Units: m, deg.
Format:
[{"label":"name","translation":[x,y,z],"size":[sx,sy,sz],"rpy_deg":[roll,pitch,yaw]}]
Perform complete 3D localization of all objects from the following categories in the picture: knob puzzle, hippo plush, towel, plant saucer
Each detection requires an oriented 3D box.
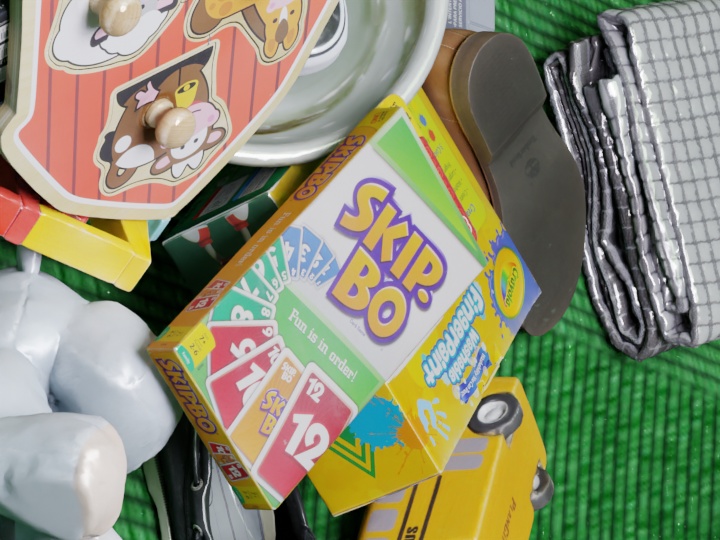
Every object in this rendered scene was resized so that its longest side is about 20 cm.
[{"label":"knob puzzle","translation":[-0.075,-0.092,1.261],"size":[0.219,0.220,0.030],"rpy_deg":[-15,48,-45]},{"label":"hippo plush","translation":[-0.167,0.081,1.290],"size":[0.199,0.160,0.161],"rpy_deg":[21,33,7]},{"label":"towel","translation":[0.195,-0.060,1.697],"size":[0.165,0.085,0.201],"rpy_deg":[-15,90,-44]},{"label":"plant saucer","translation":[-0.057,-0.142,1.397],"size":[0.199,0.050,0.201],"rpy_deg":[4,75,-17]}]

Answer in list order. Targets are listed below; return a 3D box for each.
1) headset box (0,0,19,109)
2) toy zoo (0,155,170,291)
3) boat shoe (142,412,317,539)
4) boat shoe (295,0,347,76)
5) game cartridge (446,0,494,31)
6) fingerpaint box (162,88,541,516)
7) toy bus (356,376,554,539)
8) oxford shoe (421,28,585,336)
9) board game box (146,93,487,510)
[{"label":"headset box","translation":[-0.174,-0.171,1.276],"size":[0.174,0.093,0.200],"rpy_deg":[-33,65,-27]},{"label":"toy zoo","translation":[-0.170,-0.057,1.317],"size":[0.199,0.020,0.131],"rpy_deg":[25,23,-31]},{"label":"boat shoe","translation":[-0.051,0.138,1.407],"size":[0.074,0.066,0.200],"rpy_deg":[-10,84,-43]},{"label":"boat shoe","translation":[-0.061,-0.188,1.344],"size":[0.073,0.068,0.200],"rpy_deg":[-22,84,-21]},{"label":"game cartridge","translation":[0.019,-0.199,1.597],"size":[0.133,0.041,0.201],"rpy_deg":[18,66,-44]},{"label":"fingerpaint box","translation":[0.000,0.000,1.460],"size":[0.167,0.073,0.200],"rpy_deg":[58,29,-15]},{"label":"toy bus","translation":[0.042,0.145,1.467],"size":[0.200,0.078,0.065],"rpy_deg":[-72,147,-45]},{"label":"oxford shoe","translation":[0.073,-0.052,1.579],"size":[0.071,0.071,0.201],"rpy_deg":[-41,130,-31]},{"label":"board game box","translation":[-0.012,0.010,1.332],"size":[0.200,0.030,0.096],"rpy_deg":[-49,121,-36]}]
